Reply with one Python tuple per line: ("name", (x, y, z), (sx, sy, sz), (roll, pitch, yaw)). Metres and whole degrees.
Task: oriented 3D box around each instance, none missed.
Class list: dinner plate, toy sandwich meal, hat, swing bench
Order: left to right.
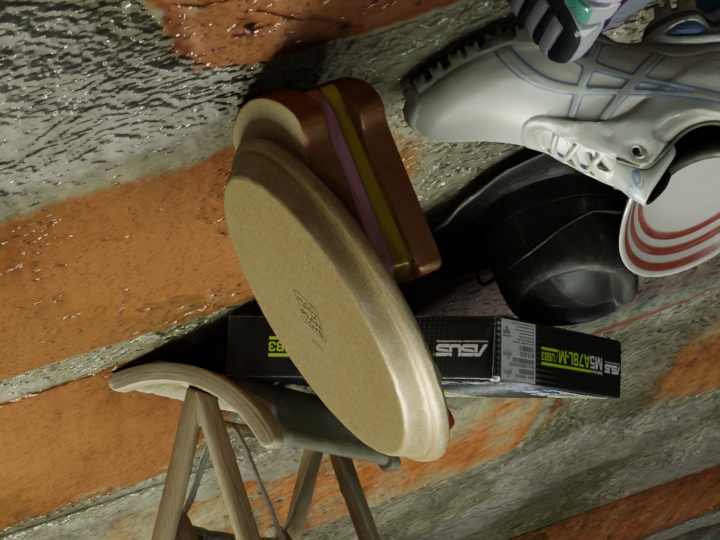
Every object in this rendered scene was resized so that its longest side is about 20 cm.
("swing bench", (-0.061, 0.164, 1.415), (0.130, 0.200, 0.199), (-7, 169, 24))
("toy sandwich meal", (0.000, 0.000, 1.067), (0.070, 0.205, 0.205), (-31, 165, -17))
("hat", (0.136, -0.012, 1.355), (0.200, 0.081, 0.201), (-21, 161, -7))
("dinner plate", (0.229, -0.077, 1.300), (0.200, 0.024, 0.200), (-30, 148, -21))

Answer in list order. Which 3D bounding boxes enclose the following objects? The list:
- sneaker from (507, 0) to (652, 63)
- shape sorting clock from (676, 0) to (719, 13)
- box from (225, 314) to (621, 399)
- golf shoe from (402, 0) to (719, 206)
("sneaker", (0.130, -0.167, 0.966), (0.087, 0.074, 0.200), (-30, 174, -19))
("shape sorting clock", (0.263, -0.170, 1.127), (0.200, 0.039, 0.200), (-20, 161, -7))
("box", (0.045, 0.057, 1.383), (0.193, 0.048, 0.200), (-3, 172, 28))
("golf shoe", (0.122, -0.079, 1.106), (0.200, 0.097, 0.078), (-9, 162, 5))
